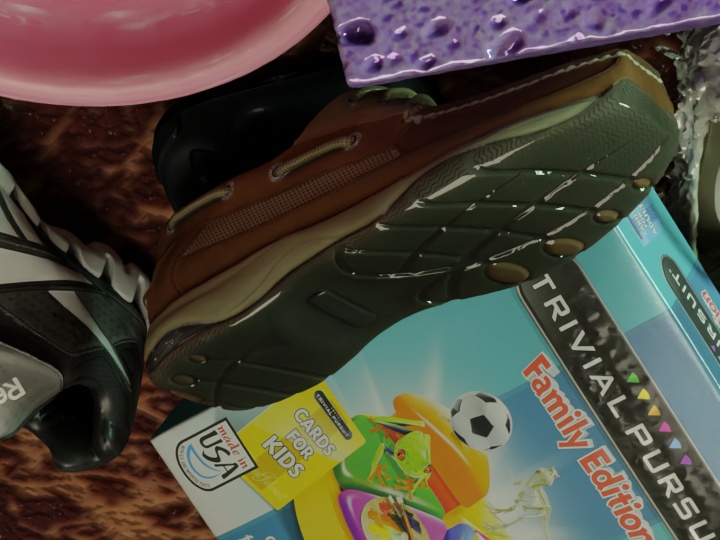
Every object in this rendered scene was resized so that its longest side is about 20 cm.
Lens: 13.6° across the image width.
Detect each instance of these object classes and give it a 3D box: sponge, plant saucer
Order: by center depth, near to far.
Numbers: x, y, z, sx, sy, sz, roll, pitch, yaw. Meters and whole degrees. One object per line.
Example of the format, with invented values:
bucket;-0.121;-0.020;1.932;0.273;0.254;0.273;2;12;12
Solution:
sponge;0.092;-0.087;0.918;0.199;0.030;0.112;-10;-177;4
plant saucer;-0.092;-0.136;0.932;0.199;0.051;0.201;2;139;1

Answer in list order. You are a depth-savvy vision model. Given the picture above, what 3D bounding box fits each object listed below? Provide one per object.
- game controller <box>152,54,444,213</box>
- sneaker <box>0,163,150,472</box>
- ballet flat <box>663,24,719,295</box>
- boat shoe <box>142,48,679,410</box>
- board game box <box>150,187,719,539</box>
game controller;0.000;0.000;1.099;0.104;0.042;0.200;-20;136;5
sneaker;-0.139;0.011;1.050;0.066;0.091;0.200;-23;143;27
ballet flat;0.135;-0.015;1.043;0.071;0.072;0.200;-4;139;9
boat shoe;0.006;-0.026;0.986;0.199;0.074;0.076;-26;147;23
board game box;0.048;0.072;1.056;0.199;0.047;0.151;-28;102;28
